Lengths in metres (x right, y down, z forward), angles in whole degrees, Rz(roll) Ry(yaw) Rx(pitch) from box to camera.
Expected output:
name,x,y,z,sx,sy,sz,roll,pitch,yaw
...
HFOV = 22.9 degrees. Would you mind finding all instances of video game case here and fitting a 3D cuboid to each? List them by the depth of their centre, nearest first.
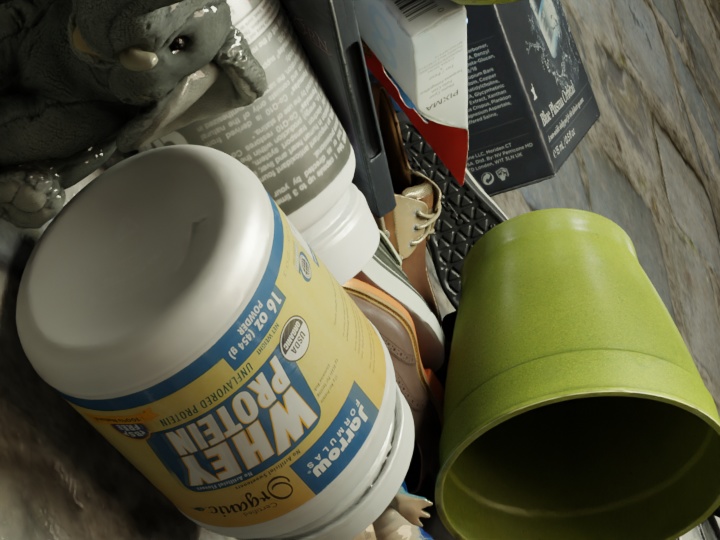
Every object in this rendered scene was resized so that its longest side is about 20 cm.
name,x,y,z,sx,sy,sz,roll,pitch,yaw
video game case,-0.042,-0.136,1.074,0.143,0.019,0.201,41,-21,34

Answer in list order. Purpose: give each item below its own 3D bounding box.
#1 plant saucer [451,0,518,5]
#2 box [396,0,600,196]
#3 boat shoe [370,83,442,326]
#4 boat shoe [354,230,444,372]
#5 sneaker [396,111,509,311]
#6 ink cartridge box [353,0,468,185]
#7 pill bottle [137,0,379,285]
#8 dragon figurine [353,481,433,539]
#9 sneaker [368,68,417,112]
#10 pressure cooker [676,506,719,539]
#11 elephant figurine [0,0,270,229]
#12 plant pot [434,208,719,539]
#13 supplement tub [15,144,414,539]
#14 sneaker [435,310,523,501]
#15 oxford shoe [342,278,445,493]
name,x,y,z,sx,sy,sz,roll,pitch,yaw
plant saucer,0.004,-0.242,1.086,0.198,0.048,0.201,17,36,-31
box,0.102,-0.180,1.490,0.202,0.116,0.197,68,24,-12
boat shoe,0.021,-0.041,1.271,0.201,0.071,0.076,67,24,-17
boat shoe,0.000,0.000,1.202,0.200,0.070,0.064,50,34,-41
sneaker,0.078,-0.040,1.371,0.201,0.071,0.083,61,10,6
ink cartridge box,0.012,-0.158,1.202,0.161,0.047,0.201,53,-16,27
pill bottle,-0.072,-0.081,1.035,0.201,0.113,0.114,63,26,-26
dragon figurine,0.011,0.154,1.122,0.201,0.059,0.099,59,-7,-25
sneaker,0.043,-0.170,1.312,0.078,0.066,0.201,41,-19,28
pressure cooker,0.215,0.242,1.375,0.176,0.198,0.180,54,31,-41
elephant figurine,-0.110,-0.110,0.843,0.142,0.199,0.156,46,33,-36
plant pot,0.142,0.068,1.224,0.201,0.199,0.194,51,26,-43
supplement tub,-0.069,0.048,0.922,0.200,0.143,0.146,52,32,-42
sneaker,0.078,0.105,1.333,0.091,0.076,0.201,51,24,-24
oxford shoe,0.006,0.075,1.173,0.200,0.071,0.073,52,36,-43
